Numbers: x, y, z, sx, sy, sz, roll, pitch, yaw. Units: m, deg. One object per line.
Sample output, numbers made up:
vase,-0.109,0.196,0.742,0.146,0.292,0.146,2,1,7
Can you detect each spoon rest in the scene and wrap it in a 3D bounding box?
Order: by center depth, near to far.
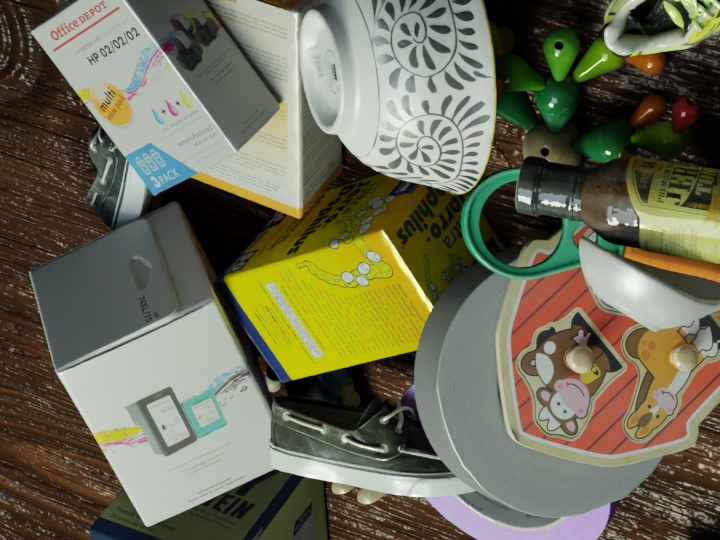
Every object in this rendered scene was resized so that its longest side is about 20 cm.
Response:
spoon rest,0.229,0.024,1.502,0.199,0.061,0.099,33,180,-37

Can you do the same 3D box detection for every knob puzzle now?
knob puzzle,0.186,0.056,1.564,0.220,0.220,0.030,49,171,-11

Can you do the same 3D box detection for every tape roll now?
tape roll,0.143,0.081,1.604,0.201,0.200,0.066,48,171,-11
tape roll,0.129,0.144,1.774,0.199,0.066,0.201,20,136,20

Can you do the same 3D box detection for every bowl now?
bowl,0.014,-0.147,1.497,0.201,0.093,0.203,170,90,-71

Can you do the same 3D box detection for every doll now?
doll,-0.037,0.110,1.876,0.136,0.048,0.201,14,134,50

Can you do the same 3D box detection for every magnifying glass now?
magnifying glass,0.170,-0.023,1.534,0.198,0.080,0.022,12,178,-9

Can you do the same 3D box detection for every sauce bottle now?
sauce bottle,0.205,-0.043,1.457,0.198,0.065,0.065,9,132,15

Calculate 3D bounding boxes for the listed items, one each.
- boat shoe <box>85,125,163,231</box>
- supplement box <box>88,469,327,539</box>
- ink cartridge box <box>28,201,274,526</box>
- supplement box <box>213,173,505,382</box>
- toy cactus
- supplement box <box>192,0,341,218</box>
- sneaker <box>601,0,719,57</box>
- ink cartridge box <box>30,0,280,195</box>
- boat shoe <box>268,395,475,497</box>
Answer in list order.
boat shoe,-0.199,-0.097,1.794,0.071,0.072,0.201,29,140,5
supplement box,-0.133,0.265,1.970,0.133,0.200,0.201,16,133,22
ink cartridge box,-0.169,0.079,1.810,0.145,0.147,0.201,-24,130,-1
supplement box,0.000,0.000,1.707,0.199,0.109,0.110,-16,116,43
toy cactus,0.142,-0.105,1.535,0.198,0.103,0.166,16,145,11
supplement box,-0.082,-0.155,1.656,0.125,0.074,0.201,22,136,21
sneaker,0.242,-0.186,1.390,0.199,0.076,0.076,-27,106,45
ink cartridge box,-0.167,-0.168,1.602,0.115,0.068,0.201,-23,108,47
boat shoe,0.017,0.141,1.749,0.198,0.071,0.064,6,106,17
